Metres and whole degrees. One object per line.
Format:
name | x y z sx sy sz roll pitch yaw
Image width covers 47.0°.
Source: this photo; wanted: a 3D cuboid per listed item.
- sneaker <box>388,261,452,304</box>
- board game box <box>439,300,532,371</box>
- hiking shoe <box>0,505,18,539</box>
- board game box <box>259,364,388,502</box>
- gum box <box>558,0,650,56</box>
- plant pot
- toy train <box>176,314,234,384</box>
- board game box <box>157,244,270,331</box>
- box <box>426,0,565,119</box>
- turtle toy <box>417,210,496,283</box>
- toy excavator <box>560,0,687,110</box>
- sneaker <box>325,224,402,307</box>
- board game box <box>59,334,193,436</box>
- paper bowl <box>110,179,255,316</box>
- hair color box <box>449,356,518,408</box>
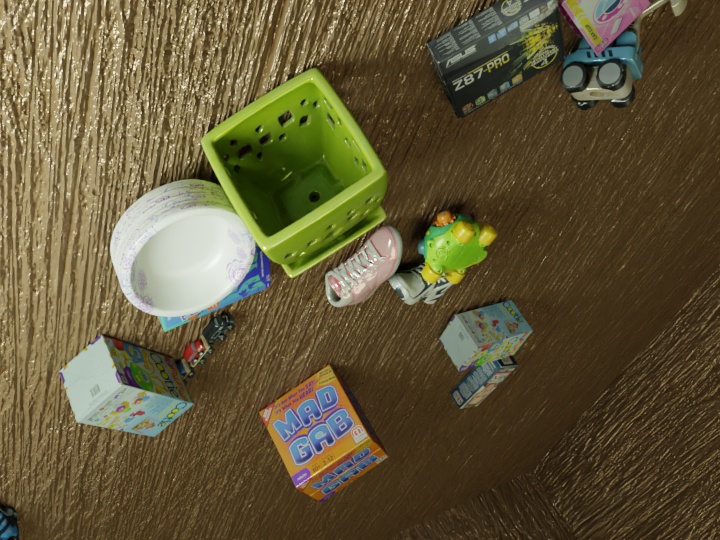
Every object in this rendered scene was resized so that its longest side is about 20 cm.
sneaker | 0.145 0.004 1.709 0.130 0.080 0.198 -45 150 19
board game box | 0.316 0.164 2.091 0.197 0.106 0.104 -11 145 -34
hiking shoe | -0.698 0.480 1.551 0.074 0.087 0.201 -32 152 -1
board game box | -0.082 0.383 1.927 0.198 0.202 0.200 -33 152 0
gum box | 0.367 -0.429 1.284 0.113 0.067 0.199 -44 150 17
plant pot | -0.079 -0.122 1.166 0.198 0.201 0.182 -32 159 -3
toy train | -0.299 0.151 1.518 0.045 0.034 0.200 12 127 -49
board game box | -0.243 0.006 1.341 0.197 0.045 0.153 -23 150 -18
box | 0.211 -0.336 1.266 0.197 0.050 0.161 -28 151 7
turtle toy | 0.191 -0.056 1.639 0.198 0.102 0.147 1 135 -48
toy excavator | 0.444 -0.389 1.404 0.191 0.205 0.099 4 172 32
sneaker | 0.000 0.000 1.553 0.103 0.076 0.201 -15 151 -40
board game box | -0.397 0.201 1.419 0.104 0.104 0.200 -38 151 9
paper bowl | -0.255 -0.041 1.176 0.197 0.105 0.203 -20 140 -17
hair color box | 0.365 0.323 2.453 0.099 0.061 0.201 2 136 -47
